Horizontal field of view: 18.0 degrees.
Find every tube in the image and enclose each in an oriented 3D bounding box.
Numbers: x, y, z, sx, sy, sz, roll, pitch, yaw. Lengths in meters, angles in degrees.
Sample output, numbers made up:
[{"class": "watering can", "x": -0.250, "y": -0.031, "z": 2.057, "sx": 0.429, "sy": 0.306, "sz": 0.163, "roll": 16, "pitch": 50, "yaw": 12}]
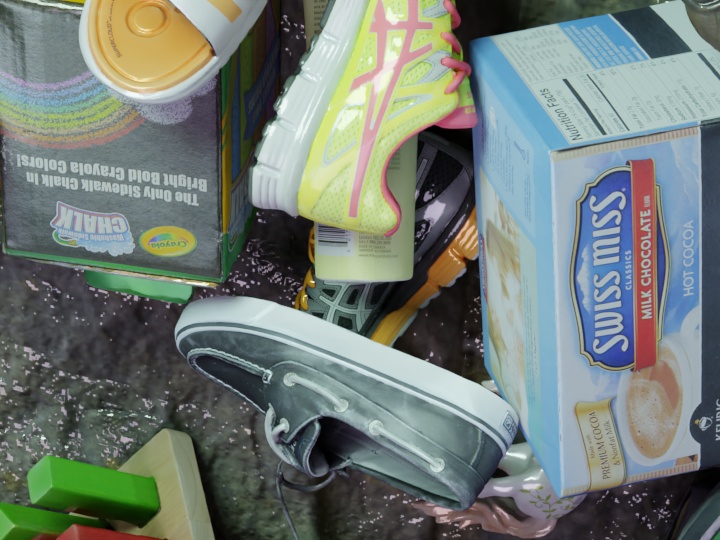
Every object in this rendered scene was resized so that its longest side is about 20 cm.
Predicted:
[{"class": "tube", "x": 0.003, "y": -0.095, "z": 1.160, "sx": 0.058, "sy": 0.052, "sz": 0.201, "roll": -3, "pitch": 96, "yaw": -27}]

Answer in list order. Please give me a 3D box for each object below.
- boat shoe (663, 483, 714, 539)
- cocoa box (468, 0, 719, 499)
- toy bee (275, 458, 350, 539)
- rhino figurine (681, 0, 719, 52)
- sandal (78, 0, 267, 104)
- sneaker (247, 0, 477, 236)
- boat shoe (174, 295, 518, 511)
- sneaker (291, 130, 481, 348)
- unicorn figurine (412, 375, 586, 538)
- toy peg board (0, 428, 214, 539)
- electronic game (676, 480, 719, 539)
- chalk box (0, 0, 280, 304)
[{"class": "boat shoe", "x": 0.168, "y": 0.200, "z": 1.328, "sx": 0.065, "sy": 0.072, "sz": 0.200, "roll": 33, "pitch": 122, "yaw": -1}, {"class": "cocoa box", "x": 0.135, "y": -0.012, "z": 1.128, "sx": 0.131, "sy": 0.133, "sz": 0.200, "roll": -11, "pitch": 122, "yaw": -11}, {"class": "toy bee", "x": -0.052, "y": 0.213, "z": 1.358, "sx": 0.131, "sy": 0.109, "sz": 0.200, "roll": -14, "pitch": 140, "yaw": -8}, {"class": "rhino figurine", "x": 0.172, "y": -0.135, "z": 1.035, "sx": 0.060, "sy": 0.200, "sz": 0.088, "roll": -16, "pitch": 138, "yaw": -1}, {"class": "sandal", "x": -0.065, "y": -0.173, "z": 1.069, "sx": 0.079, "sy": 0.207, "sz": 0.059, "roll": 29, "pitch": 161, "yaw": 17}, {"class": "sneaker", "x": 0.024, "y": -0.107, "z": 1.101, "sx": 0.090, "sy": 0.078, "sz": 0.200, "roll": 26, "pitch": 97, "yaw": 3}, {"class": "boat shoe", "x": -0.019, "y": 0.072, "z": 1.178, "sx": 0.200, "sy": 0.068, "sz": 0.072, "roll": 20, "pitch": 153, "yaw": 23}, {"class": "sneaker", "x": 0.000, "y": 0.000, "z": 1.240, "sx": 0.077, "sy": 0.078, "sz": 0.200, "roll": 36, "pitch": 114, "yaw": -10}, {"class": "unicorn figurine", "x": 0.122, "y": 0.087, "z": 1.270, "sx": 0.137, "sy": 0.074, "sz": 0.200, "roll": 26, "pitch": 141, "yaw": -14}, {"class": "toy peg board", "x": -0.176, "y": 0.221, "z": 1.343, "sx": 0.098, "sy": 0.200, "sz": 0.200, "roll": 16, "pitch": 135, "yaw": -39}, {"class": "electronic game", "x": 0.244, "y": 0.144, "z": 1.223, "sx": 0.200, "sy": 0.042, "sz": 0.200, "roll": -20, "pitch": 139, "yaw": -19}, {"class": "chalk box", "x": -0.113, "y": -0.076, "z": 1.189, "sx": 0.124, "sy": 0.124, "sz": 0.200, "roll": 9, "pitch": 126, "yaw": 8}]
